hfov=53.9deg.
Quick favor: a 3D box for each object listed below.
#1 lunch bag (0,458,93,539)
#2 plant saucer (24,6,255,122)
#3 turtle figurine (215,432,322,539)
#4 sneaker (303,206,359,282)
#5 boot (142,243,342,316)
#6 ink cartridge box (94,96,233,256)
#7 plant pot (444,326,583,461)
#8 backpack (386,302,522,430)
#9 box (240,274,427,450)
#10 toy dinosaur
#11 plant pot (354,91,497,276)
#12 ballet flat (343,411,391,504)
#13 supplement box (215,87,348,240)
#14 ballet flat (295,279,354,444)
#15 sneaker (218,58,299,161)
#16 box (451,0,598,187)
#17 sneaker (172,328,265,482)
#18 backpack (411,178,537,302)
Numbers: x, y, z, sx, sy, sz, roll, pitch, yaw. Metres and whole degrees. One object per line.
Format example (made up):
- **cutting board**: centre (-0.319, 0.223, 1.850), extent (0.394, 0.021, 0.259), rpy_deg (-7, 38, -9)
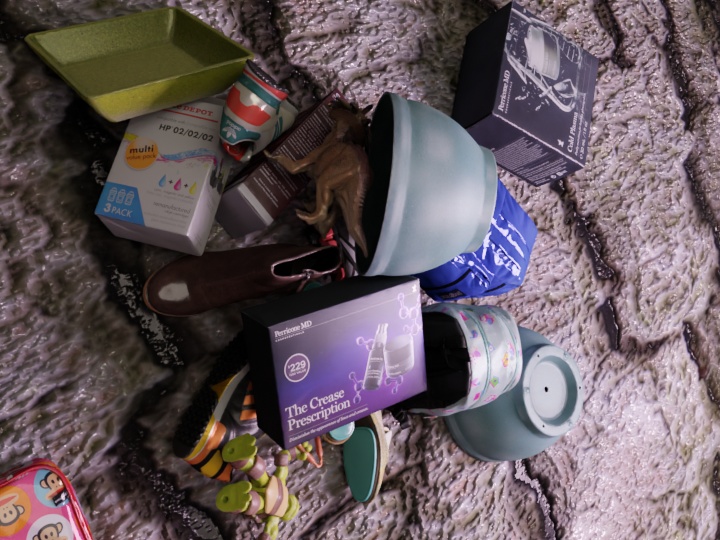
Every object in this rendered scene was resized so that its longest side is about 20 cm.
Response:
- **lunch bag**: centre (-0.357, 0.300, 0.680), extent (0.197, 0.081, 0.180), rpy_deg (-24, 97, -30)
- **plant saucer**: centre (-0.249, -0.233, 0.806), extent (0.197, 0.199, 0.049), rpy_deg (-25, 136, -31)
- **turtle figurine**: centre (-0.108, 0.250, 0.824), extent (0.162, 0.063, 0.204), rpy_deg (58, 41, -50)
- **sneaker**: centre (0.000, 0.000, 0.924), extent (0.096, 0.071, 0.205), rpy_deg (-21, 80, -9)
- **boot**: centre (-0.137, 0.002, 0.809), extent (0.196, 0.165, 0.074), rpy_deg (-13, 90, -32)
- **ink cartridge box**: centre (-0.212, -0.132, 0.821), extent (0.112, 0.068, 0.205), rpy_deg (12, 72, 6)
- **plant pot**: centre (0.230, 0.172, 1.013), extent (0.196, 0.133, 0.206), rpy_deg (6, 78, -29)
- **backpack**: centre (0.111, 0.108, 0.920), extent (0.124, 0.199, 0.172), rpy_deg (-11, 86, -31)
- **box**: centre (-0.025, 0.093, 0.805), extent (0.196, 0.078, 0.145), rpy_deg (-17, 107, -30)
- **toy dinosaur**: centre (-0.019, -0.117, 0.793), extent (0.134, 0.202, 0.086), rpy_deg (-36, 140, 8)
- **plant pot**: centre (0.076, -0.088, 0.806), extent (0.130, 0.200, 0.206), rpy_deg (7, 76, -9)
- **ballet flat**: centre (0.009, 0.195, 0.926), extent (0.069, 0.070, 0.206), rpy_deg (-7, 85, -31)
- **supplement box**: centre (-0.094, -0.134, 0.895), extent (0.061, 0.108, 0.201), rpy_deg (48, 62, -17)
- **ballet flat**: centre (-0.056, 0.117, 0.893), extent (0.066, 0.072, 0.205), rpy_deg (-14, 87, -31)
- **sneaker**: centre (-0.124, -0.173, 0.811), extent (0.070, 0.200, 0.094), rpy_deg (36, 93, -5)
- **box**: centre (0.260, -0.273, 1.127), extent (0.193, 0.123, 0.205), rpy_deg (21, 71, -24)
- **sneaker**: centre (-0.137, 0.153, 0.849), extent (0.090, 0.069, 0.202), rpy_deg (48, 61, -31)
- **backpack**: centre (0.138, -0.039, 0.991), extent (0.199, 0.161, 0.171), rpy_deg (36, 63, -30)
